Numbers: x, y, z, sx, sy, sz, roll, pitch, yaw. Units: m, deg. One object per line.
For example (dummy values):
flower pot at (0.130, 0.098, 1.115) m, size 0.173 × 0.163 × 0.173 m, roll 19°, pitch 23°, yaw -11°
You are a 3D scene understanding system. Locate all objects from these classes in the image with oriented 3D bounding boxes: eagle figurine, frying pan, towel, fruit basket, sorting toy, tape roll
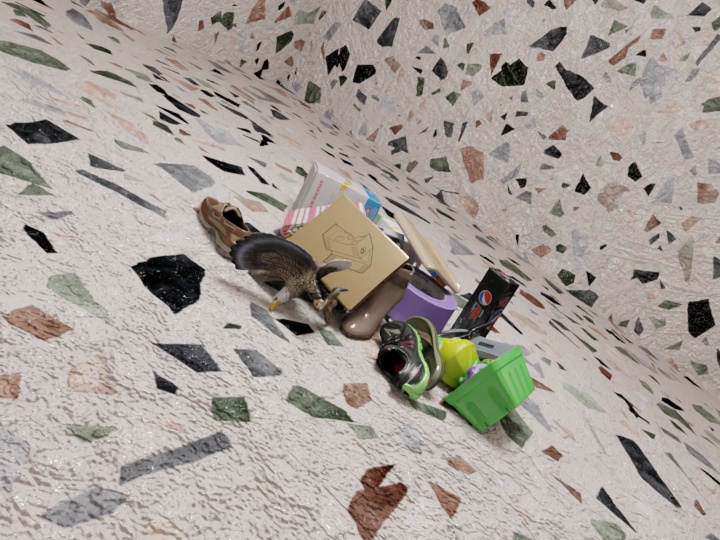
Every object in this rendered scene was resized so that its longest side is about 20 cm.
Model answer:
eagle figurine at (-0.127, 0.006, 1.035) m, size 0.199 × 0.154 × 0.150 m, roll 41°, pitch 40°, yaw 14°
frying pan at (0.210, 0.147, 1.274) m, size 0.113 × 0.032 × 0.187 m, roll -10°, pitch -2°, yaw 40°
towel at (-0.084, -0.121, 1.319) m, size 0.193 × 0.031 × 0.147 m, roll -7°, pitch 20°, yaw 1°
fruit basket at (0.229, 0.194, 1.129) m, size 0.214 × 0.155 × 0.218 m, roll 38°, pitch 26°, yaw -23°
sorting toy at (0.161, -0.039, 1.392) m, size 0.199 × 0.036 × 0.188 m, roll 32°, pitch 25°, yaw -55°
tape roll at (0.128, 0.065, 1.365) m, size 0.196 × 0.086 × 0.201 m, roll 28°, pitch 18°, yaw -10°

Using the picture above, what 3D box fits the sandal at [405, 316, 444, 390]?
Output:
sandal at (0.115, 0.150, 1.124) m, size 0.056 × 0.081 × 0.202 m, roll 28°, pitch 19°, yaw -20°

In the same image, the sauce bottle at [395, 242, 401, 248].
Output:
sauce bottle at (0.003, -0.058, 1.377) m, size 0.194 × 0.067 × 0.064 m, roll 7°, pitch 8°, yaw 24°

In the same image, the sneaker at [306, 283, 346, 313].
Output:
sneaker at (-0.090, 0.016, 1.147) m, size 0.195 × 0.076 × 0.085 m, roll 26°, pitch 31°, yaw 5°

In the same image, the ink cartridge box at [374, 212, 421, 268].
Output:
ink cartridge box at (0.079, -0.056, 1.538) m, size 0.066 × 0.119 × 0.201 m, roll 18°, pitch 22°, yaw -42°

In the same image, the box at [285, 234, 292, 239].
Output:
box at (-0.106, -0.071, 1.301) m, size 0.113 × 0.050 × 0.201 m, roll -7°, pitch 19°, yaw 8°

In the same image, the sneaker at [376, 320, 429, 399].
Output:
sneaker at (0.069, 0.150, 1.060) m, size 0.082 × 0.078 × 0.201 m, roll 26°, pitch 17°, yaw -23°

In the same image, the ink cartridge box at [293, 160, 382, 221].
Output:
ink cartridge box at (-0.068, -0.177, 1.554) m, size 0.196 × 0.150 × 0.145 m, roll 25°, pitch 15°, yaw -18°

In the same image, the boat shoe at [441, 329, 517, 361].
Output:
boat shoe at (0.269, 0.189, 1.289) m, size 0.194 × 0.070 × 0.073 m, roll 10°, pitch 32°, yaw 31°

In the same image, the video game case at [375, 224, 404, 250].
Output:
video game case at (0.016, -0.076, 1.428) m, size 0.195 × 0.018 × 0.144 m, roll 20°, pitch -27°, yaw 13°

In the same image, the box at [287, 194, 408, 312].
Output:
box at (-0.026, -0.039, 1.130) m, size 0.200 × 0.162 × 0.021 m, roll 45°, pitch -17°, yaw 21°

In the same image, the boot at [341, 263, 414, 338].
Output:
boot at (0.041, 0.050, 1.155) m, size 0.069 × 0.149 × 0.199 m, roll 35°, pitch 18°, yaw 13°

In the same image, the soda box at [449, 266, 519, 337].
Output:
soda box at (0.292, 0.097, 1.362) m, size 0.062 × 0.203 × 0.071 m, roll 7°, pitch 29°, yaw -50°

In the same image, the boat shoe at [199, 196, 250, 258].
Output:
boat shoe at (-0.268, -0.100, 1.153) m, size 0.074 × 0.073 × 0.200 m, roll 13°, pitch 26°, yaw -44°
